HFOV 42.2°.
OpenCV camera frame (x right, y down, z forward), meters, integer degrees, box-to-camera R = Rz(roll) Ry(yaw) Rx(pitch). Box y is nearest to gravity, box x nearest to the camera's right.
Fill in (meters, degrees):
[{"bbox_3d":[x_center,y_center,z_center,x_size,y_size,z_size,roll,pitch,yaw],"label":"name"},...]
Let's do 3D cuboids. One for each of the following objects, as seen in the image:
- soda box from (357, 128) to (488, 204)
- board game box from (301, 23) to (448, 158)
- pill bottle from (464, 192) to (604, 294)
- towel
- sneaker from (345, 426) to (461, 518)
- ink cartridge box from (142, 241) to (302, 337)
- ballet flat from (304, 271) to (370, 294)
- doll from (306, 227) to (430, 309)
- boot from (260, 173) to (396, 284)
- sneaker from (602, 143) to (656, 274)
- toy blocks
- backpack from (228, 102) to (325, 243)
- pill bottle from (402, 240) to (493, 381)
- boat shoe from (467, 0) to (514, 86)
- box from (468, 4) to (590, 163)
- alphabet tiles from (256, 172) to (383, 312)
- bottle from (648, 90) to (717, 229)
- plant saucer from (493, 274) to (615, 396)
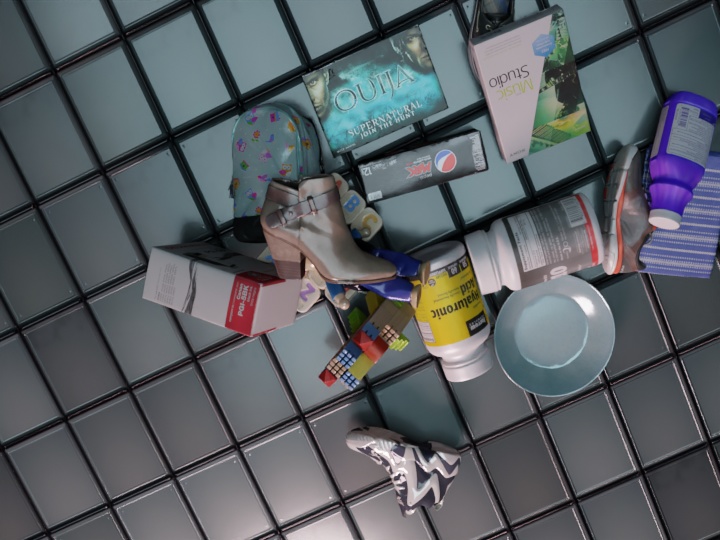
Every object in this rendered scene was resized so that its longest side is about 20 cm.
[{"bbox_3d":[0.095,-0.162,1.445,0.195,0.071,0.065,-15,101,3],"label":"soda box"},{"bbox_3d":[0.023,-0.277,1.444,0.196,0.028,0.138,-23,102,5],"label":"board game box"},{"bbox_3d":[0.268,-0.037,1.450,0.196,0.114,0.116,-18,102,4],"label":"pill bottle"},{"bbox_3d":[0.507,-0.093,1.488,0.141,0.024,0.205,5,104,-3],"label":"towel"},{"bbox_3d":[0.060,0.342,1.547,0.195,0.079,0.133,14,93,-13],"label":"sneaker"},{"bbox_3d":[-0.207,0.023,1.415,0.196,0.146,0.085,17,101,20],"label":"ink cartridge box"},{"bbox_3d":[-0.022,0.001,1.484,0.195,0.064,0.078,7,103,-1],"label":"ballet flat"},{"bbox_3d":[0.000,0.000,1.398,0.196,0.049,0.139,15,66,16],"label":"doll"},{"bbox_3d":[-0.045,-0.061,1.322,0.195,0.070,0.150,0,105,-1],"label":"boot"},{"bbox_3d":[0.426,-0.094,1.457,0.080,0.077,0.205,4,104,0],"label":"sneaker"},{"bbox_3d":[0.003,0.122,1.435,0.100,0.137,0.200,42,127,1],"label":"toy blocks"},{"bbox_3d":[-0.123,-0.148,1.409,0.163,0.126,0.205,-2,88,11],"label":"backpack"},{"bbox_3d":[0.142,0.066,1.474,0.109,0.111,0.204,-19,102,4],"label":"pill bottle"},{"bbox_3d":[0.200,-0.379,1.407,0.067,0.057,0.205,2,102,0],"label":"boat shoe"},{"bbox_3d":[0.258,-0.278,1.411,0.142,0.037,0.203,-21,120,4],"label":"box"},{"bbox_3d":[-0.066,-0.044,1.457,0.196,0.015,0.200,-46,74,4],"label":"alphabet tiles"},{"bbox_3d":[0.482,-0.165,1.414,0.082,0.065,0.204,18,79,-9],"label":"bottle"},{"bbox_3d":[0.312,0.102,1.518,0.196,0.039,0.206,0,103,0],"label":"plant saucer"}]
